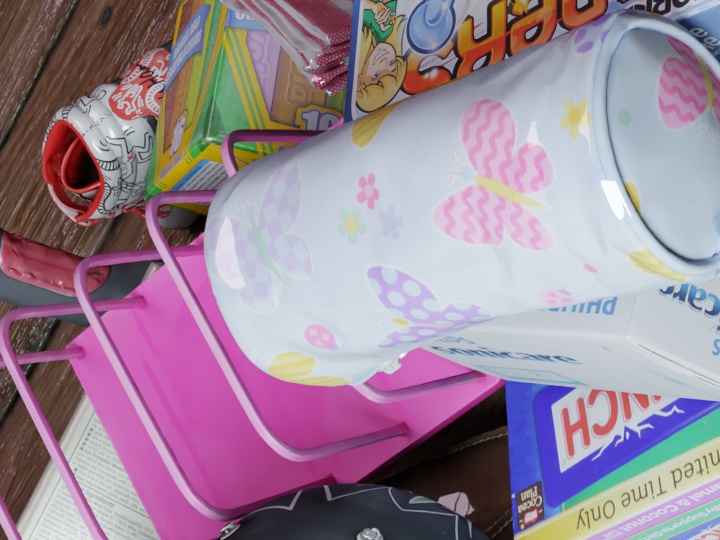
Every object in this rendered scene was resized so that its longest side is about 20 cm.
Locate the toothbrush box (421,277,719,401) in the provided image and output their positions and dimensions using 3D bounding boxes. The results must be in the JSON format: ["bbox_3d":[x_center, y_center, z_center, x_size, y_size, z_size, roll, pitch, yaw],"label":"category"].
[{"bbox_3d":[0.099,-0.059,0.757,0.146,0.085,0.202,0,71,52],"label":"toothbrush box"}]

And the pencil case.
[{"bbox_3d":[0.035,-0.018,0.673,0.199,0.083,0.091,-20,94,44],"label":"pencil case"}]

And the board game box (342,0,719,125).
[{"bbox_3d":[0.074,-0.120,0.719,0.199,0.034,0.137,-21,56,45],"label":"board game box"}]

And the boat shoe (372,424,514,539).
[{"bbox_3d":[0.020,0.127,0.931,0.202,0.074,0.075,-44,40,37],"label":"boat shoe"}]

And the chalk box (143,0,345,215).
[{"bbox_3d":[-0.030,-0.132,1.084,0.124,0.123,0.202,145,136,-65],"label":"chalk box"}]

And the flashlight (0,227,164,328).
[{"bbox_3d":[-0.176,-0.003,1.194,0.068,0.199,0.068,-32,47,44],"label":"flashlight"}]

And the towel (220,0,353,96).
[{"bbox_3d":[0.041,-0.145,0.972,0.146,0.198,0.030,-134,30,-56],"label":"towel"}]

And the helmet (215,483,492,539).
[{"bbox_3d":[-0.005,0.187,0.824,0.199,0.199,0.192,0,59,57],"label":"helmet"}]

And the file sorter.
[{"bbox_3d":[-0.067,0.044,0.880,0.200,0.125,0.140,-37,74,26],"label":"file sorter"}]

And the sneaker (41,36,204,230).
[{"bbox_3d":[-0.141,-0.061,1.201,0.067,0.108,0.202,50,157,11],"label":"sneaker"}]

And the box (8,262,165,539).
[{"bbox_3d":[-0.121,0.105,1.106,0.201,0.094,0.078,-62,5,-6],"label":"box"}]

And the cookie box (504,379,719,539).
[{"bbox_3d":[0.136,0.011,0.811,0.171,0.075,0.202,-33,48,43],"label":"cookie box"}]
